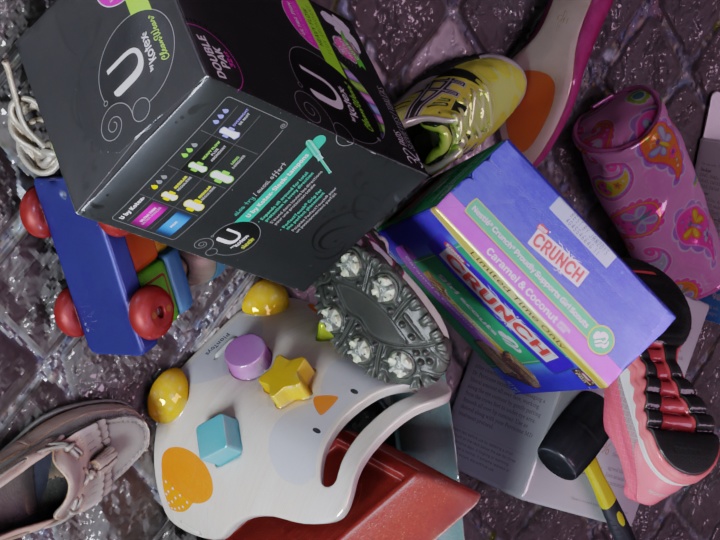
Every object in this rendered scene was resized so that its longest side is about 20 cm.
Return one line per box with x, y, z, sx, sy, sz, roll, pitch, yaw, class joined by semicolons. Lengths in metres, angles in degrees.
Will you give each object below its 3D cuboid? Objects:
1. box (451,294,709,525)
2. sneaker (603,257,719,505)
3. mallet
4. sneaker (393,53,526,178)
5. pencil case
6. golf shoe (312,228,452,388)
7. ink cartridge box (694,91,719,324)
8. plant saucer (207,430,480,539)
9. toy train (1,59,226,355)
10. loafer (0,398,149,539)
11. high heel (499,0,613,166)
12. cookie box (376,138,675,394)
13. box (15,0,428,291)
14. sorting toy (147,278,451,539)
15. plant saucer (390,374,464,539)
0.175;0.091;1.409;0.152;0.106;0.202;21;89;-43;box
0.203;0.082;1.279;0.073;0.202;0.087;10;142;-20;sneaker
0.201;0.172;1.365;0.066;0.041;0.200;-54;136;-18;mallet
0.059;-0.102;1.266;0.199;0.076;0.076;-31;120;-33;sneaker
0.249;-0.060;1.450;0.088;0.087;0.201;-49;130;-19;pencil case
0.000;0.000;1.164;0.088;0.200;0.078;-15;137;-48;golf shoe
0.357;-0.054;1.558;0.115;0.066;0.202;1;102;-42;ink cartridge box
-0.038;0.182;1.148;0.200;0.199;0.037;-40;106;-12;plant saucer
-0.154;-0.058;1.093;0.116;0.084;0.202;-38;120;-47;toy train
-0.213;0.143;1.101;0.199;0.063;0.073;-21;116;-36;loafer
0.166;-0.178;1.359;0.096;0.067;0.202;-1;102;-55;high heel
0.107;0.003;1.212;0.075;0.200;0.171;-45;95;-13;cookie box
-0.084;-0.099;1.046;0.124;0.149;0.199;-42;142;24;box
-0.033;0.099;1.171;0.200;0.179;0.107;-45;129;-23;sorting toy
0.046;0.126;1.278;0.038;0.201;0.203;-8;113;-2;plant saucer
